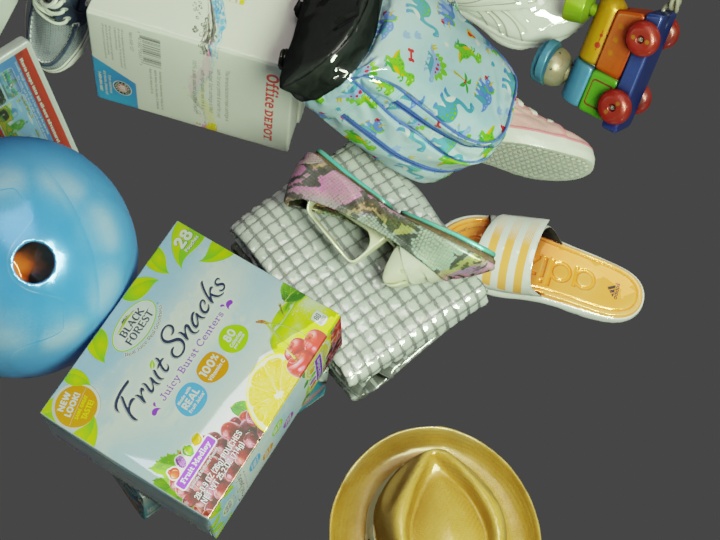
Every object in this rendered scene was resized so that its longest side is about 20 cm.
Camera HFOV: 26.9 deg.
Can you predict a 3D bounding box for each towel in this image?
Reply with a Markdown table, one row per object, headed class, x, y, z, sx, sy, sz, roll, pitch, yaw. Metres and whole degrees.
| class | x | y | z | sx | sy | sz | roll | pitch | yaw |
| --- | --- | --- | --- | --- | --- | --- | --- | --- | --- |
| towel | 0.000 | 0.000 | 1.356 | 0.165 | 0.086 | 0.201 | -34 | 71 | -16 |

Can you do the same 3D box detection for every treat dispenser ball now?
| class | x | y | z | sx | sy | sz | roll | pitch | yaw |
| --- | --- | --- | --- | --- | --- | --- | --- | --- | --- |
| treat dispenser ball | -0.286 | -0.011 | 1.269 | 0.198 | 0.201 | 0.203 | 2 | 64 | -5 |

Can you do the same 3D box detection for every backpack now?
| class | x | y | z | sx | sy | sz | roll | pitch | yaw |
| --- | --- | --- | --- | --- | --- | --- | --- | --- | --- |
| backpack | 0.043 | -0.167 | 1.328 | 0.152 | 0.200 | 0.164 | -13 | 43 | 32 |

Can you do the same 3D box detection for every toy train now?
| class | x | y | z | sx | sy | sz | roll | pitch | yaw |
| --- | --- | --- | --- | --- | --- | --- | --- | --- | --- |
| toy train | 0.247 | -0.247 | 1.455 | 0.115 | 0.202 | 0.084 | 28 | 25 | 18 |

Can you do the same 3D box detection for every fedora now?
| class | x | y | z | sx | sy | sz | roll | pitch | yaw |
| --- | --- | --- | --- | --- | --- | --- | --- | --- | --- |
| fedora | 0.068 | 0.218 | 1.263 | 0.198 | 0.082 | 0.203 | 3 | 64 | -5 |

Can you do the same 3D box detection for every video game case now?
| class | x | y | z | sx | sy | sz | roll | pitch | yaw |
| --- | --- | --- | --- | --- | --- | --- | --- | --- | --- |
| video game case | -0.354 | -0.098 | 1.341 | 0.199 | 0.144 | 0.017 | -37 | 45 | -21 |

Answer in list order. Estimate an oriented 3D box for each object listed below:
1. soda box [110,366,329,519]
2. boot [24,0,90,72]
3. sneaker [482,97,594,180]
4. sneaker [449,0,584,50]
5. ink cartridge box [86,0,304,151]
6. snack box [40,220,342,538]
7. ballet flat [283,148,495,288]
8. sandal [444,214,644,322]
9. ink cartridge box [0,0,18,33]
| class | x | y | z | sx | sy | sz | roll | pitch | yaw |
| --- | --- | --- | --- | --- | --- | --- | --- | --- | --- |
| soda box | -0.125 | 0.125 | 1.298 | 0.199 | 0.064 | 0.069 | -34 | 72 | -19 |
| boot | -0.282 | -0.259 | 1.381 | 0.072 | 0.201 | 0.090 | 28 | 33 | 6 |
| sneaker | 0.134 | -0.155 | 1.452 | 0.197 | 0.076 | 0.106 | 12 | 69 | 4 |
| sneaker | 0.135 | -0.283 | 1.500 | 0.197 | 0.100 | 0.079 | 10 | 64 | -1 |
| ink cartridge box | -0.137 | -0.231 | 1.420 | 0.197 | 0.148 | 0.146 | 17 | 64 | 2 |
| snack box | -0.135 | 0.087 | 1.235 | 0.167 | 0.068 | 0.201 | 30 | 68 | 13 |
| ballet flat | 0.020 | -0.030 | 1.295 | 0.199 | 0.069 | 0.072 | 31 | 85 | 16 |
| sandal | 0.169 | -0.012 | 1.396 | 0.204 | 0.059 | 0.080 | 15 | 65 | 2 |
| ink cartridge box | -0.405 | -0.242 | 1.374 | 0.145 | 0.083 | 0.202 | 13 | 65 | 14 |
